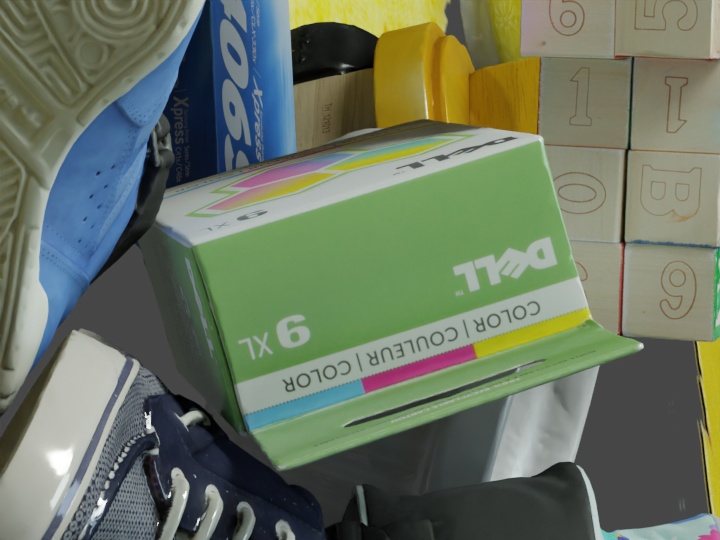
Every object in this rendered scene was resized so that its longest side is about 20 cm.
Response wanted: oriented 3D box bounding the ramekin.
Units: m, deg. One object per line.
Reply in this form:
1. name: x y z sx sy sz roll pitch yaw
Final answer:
1. ramekin: 0.017 0.043 1.013 0.200 0.105 0.200 15 90 -78

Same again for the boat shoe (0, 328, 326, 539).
1. boat shoe: -0.053 0.066 0.744 0.093 0.075 0.200 33 6 -3

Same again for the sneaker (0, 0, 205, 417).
1. sneaker: -0.083 -0.057 0.771 0.111 0.077 0.200 -73 -177 -69

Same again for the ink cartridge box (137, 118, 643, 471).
1. ink cartridge box: 0.000 0.000 0.814 0.200 0.104 0.059 -152 -134 -78

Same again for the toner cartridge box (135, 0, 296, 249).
1. toner cartridge box: -0.059 -0.096 1.052 0.095 0.043 0.200 52 31 -63

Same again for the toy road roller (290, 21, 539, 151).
1. toy road roller: 0.045 -0.013 1.169 0.200 0.146 0.123 64 20 -44

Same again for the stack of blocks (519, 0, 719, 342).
1. stack of blocks: 0.089 -0.081 0.868 0.115 0.059 0.200 -20 113 -73

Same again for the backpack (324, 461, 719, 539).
1. backpack: 0.057 0.176 0.870 0.178 0.151 0.200 -99 -170 -51

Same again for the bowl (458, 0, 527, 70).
1. bowl: 0.116 -0.142 1.580 0.200 0.108 0.200 -10 90 -74
